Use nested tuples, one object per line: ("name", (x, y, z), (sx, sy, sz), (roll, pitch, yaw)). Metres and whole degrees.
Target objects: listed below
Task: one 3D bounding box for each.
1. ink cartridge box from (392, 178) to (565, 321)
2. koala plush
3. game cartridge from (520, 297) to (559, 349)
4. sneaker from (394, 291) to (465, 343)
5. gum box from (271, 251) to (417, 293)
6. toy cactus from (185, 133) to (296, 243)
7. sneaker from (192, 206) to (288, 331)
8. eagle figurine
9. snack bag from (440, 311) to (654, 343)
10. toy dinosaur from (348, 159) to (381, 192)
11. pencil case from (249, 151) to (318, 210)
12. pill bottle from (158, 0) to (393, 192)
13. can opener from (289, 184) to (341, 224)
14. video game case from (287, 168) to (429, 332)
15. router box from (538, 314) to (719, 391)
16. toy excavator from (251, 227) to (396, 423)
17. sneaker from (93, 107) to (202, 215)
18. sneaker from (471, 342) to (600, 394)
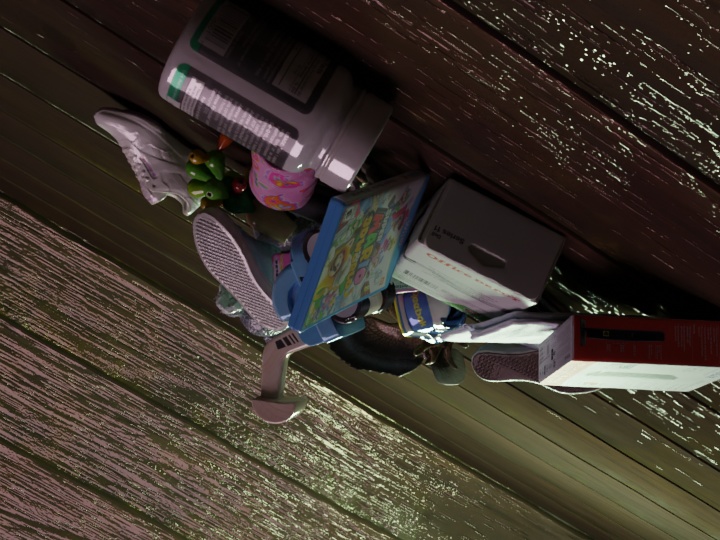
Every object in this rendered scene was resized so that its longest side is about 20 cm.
("ink cartridge box", (0.123, -0.016, 1.319), (0.146, 0.083, 0.200), (27, 168, -4))
("koala plush", (-0.109, 0.009, 1.682), (0.183, 0.201, 0.177), (19, 165, 40))
("game cartridge", (0.195, 0.048, 1.549), (0.133, 0.041, 0.200), (9, 157, 49))
("sneaker", (0.116, 0.057, 1.637), (0.082, 0.074, 0.200), (-20, 171, 21))
("gum box", (0.000, 0.000, 1.505), (0.199, 0.066, 0.113), (-6, -179, -19))
("toy cactus", (-0.154, -0.103, 1.566), (0.165, 0.102, 0.200), (36, 176, -5))
("sneaker", (-0.145, -0.016, 1.546), (0.074, 0.082, 0.200), (-8, 128, 32))
("eagle figurine", (0.068, 0.087, 1.804), (0.199, 0.152, 0.151), (0, 166, 46))
("snack bag", (0.208, 0.072, 1.385), (0.188, 0.022, 0.200), (2, 169, -24))
("toy dinosaur", (0.002, -0.101, 1.297), (0.088, 0.047, 0.200), (60, 178, 20))
("pencil case", (-0.085, -0.129, 1.353), (0.087, 0.088, 0.200), (29, 167, 1))
("pill bottle", (-0.078, -0.162, 1.110), (0.199, 0.113, 0.113), (31, 168, -4))
("can opener", (-0.013, -0.084, 1.483), (0.199, 0.053, 0.067), (21, 134, 36))
("video game case", (0.002, -0.024, 1.216), (0.018, 0.144, 0.200), (28, -157, 19))
("router box", (0.297, 0.091, 1.285), (0.179, 0.049, 0.200), (3, 167, 0))
("toy excavator", (-0.061, 0.060, 1.381), (0.199, 0.195, 0.100), (-24, 177, 25))
("sneaker", (-0.297, -0.155, 1.683), (0.200, 0.100, 0.075), (34, 169, -17))
("sneaker", (0.261, 0.119, 1.665), (0.199, 0.085, 0.073), (6, 115, 29))
